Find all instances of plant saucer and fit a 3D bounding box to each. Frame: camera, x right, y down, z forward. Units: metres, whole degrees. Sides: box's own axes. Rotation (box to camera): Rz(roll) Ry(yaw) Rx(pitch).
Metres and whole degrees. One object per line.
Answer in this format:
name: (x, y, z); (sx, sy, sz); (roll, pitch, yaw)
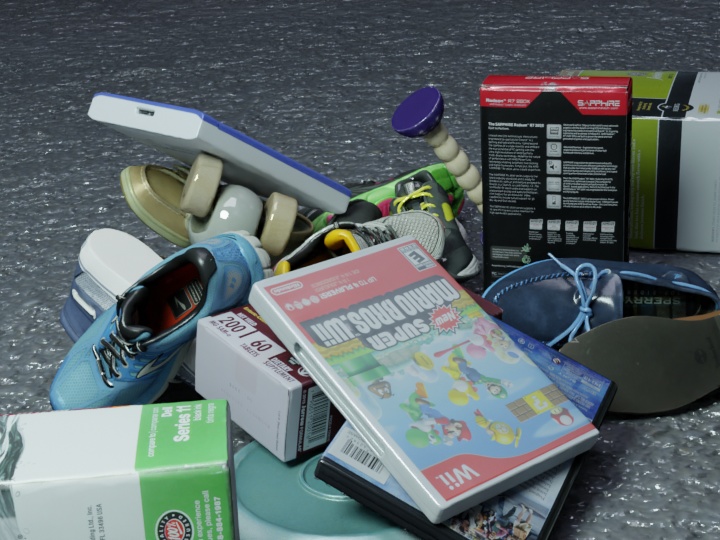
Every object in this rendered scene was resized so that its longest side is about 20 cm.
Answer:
plant saucer: (-0.008, 0.141, 0.893); (0.198, 0.028, 0.200); (-2, 22, 1)

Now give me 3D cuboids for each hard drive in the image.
hard drive: (-0.115, -0.098, 1.164); (0.131, 0.026, 0.199); (15, -6, 38)

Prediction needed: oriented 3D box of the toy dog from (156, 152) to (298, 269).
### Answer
toy dog: (-0.123, -0.003, 1.135); (0.130, 0.201, 0.097); (12, 55, 5)

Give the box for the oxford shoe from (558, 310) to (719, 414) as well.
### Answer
oxford shoe: (0.231, 0.068, 1.029); (0.198, 0.072, 0.071); (-9, -8, -13)

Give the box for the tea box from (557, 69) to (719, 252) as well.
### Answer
tea box: (0.279, -0.117, 1.382); (0.195, 0.135, 0.200); (5, 22, 17)

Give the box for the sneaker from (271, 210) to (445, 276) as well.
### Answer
sneaker: (0.000, 0.000, 1.079); (0.199, 0.082, 0.078); (-30, 71, -39)

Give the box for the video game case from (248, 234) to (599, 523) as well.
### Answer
video game case: (0.039, 0.061, 0.880); (0.142, 0.018, 0.200); (-17, 52, -37)

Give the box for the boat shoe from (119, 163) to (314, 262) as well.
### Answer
boat shoe: (-0.127, -0.054, 1.231); (0.200, 0.063, 0.074); (28, 34, -42)

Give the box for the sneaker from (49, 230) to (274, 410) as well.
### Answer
sneaker: (-0.158, 0.038, 0.978); (0.079, 0.200, 0.090); (54, 19, 16)

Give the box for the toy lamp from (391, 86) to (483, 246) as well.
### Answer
toy lamp: (0.102, -0.073, 1.226); (0.058, 0.200, 0.059); (-29, 33, 22)

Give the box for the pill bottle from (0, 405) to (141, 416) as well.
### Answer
pill bottle: (-0.217, 0.140, 0.804); (0.198, 0.111, 0.110); (-4, 21, -3)

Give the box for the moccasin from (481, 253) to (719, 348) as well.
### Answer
moccasin: (0.195, 0.022, 1.098); (0.198, 0.081, 0.068); (-9, 10, -13)

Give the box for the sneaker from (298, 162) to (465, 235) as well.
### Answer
sneaker: (0.022, -0.068, 1.368); (0.198, 0.078, 0.084); (-15, 28, -33)

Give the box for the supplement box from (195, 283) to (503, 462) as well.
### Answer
supplement box: (-0.006, 0.056, 0.974); (0.199, 0.061, 0.108); (-17, 35, -38)

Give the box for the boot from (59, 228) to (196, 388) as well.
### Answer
boot: (-0.150, 0.060, 1.074); (0.200, 0.091, 0.073); (40, 34, 20)

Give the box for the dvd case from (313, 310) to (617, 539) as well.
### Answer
dvd case: (0.074, 0.100, 0.878); (0.142, 0.018, 0.200); (29, 40, 9)

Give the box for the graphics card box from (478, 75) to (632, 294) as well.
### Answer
graphics card box: (0.166, -0.064, 1.163); (0.124, 0.202, 0.051); (2, 22, 15)

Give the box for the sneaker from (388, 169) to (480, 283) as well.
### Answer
sneaker: (0.055, -0.033, 1.238); (0.074, 0.085, 0.200); (-25, 15, 5)

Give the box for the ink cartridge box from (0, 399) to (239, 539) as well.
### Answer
ink cartridge box: (-0.161, 0.153, 0.710); (0.198, 0.148, 0.083); (-3, 20, -5)

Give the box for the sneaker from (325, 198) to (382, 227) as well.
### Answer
sneaker: (-0.001, 0.007, 1.189); (0.088, 0.075, 0.200); (11, 35, 15)
